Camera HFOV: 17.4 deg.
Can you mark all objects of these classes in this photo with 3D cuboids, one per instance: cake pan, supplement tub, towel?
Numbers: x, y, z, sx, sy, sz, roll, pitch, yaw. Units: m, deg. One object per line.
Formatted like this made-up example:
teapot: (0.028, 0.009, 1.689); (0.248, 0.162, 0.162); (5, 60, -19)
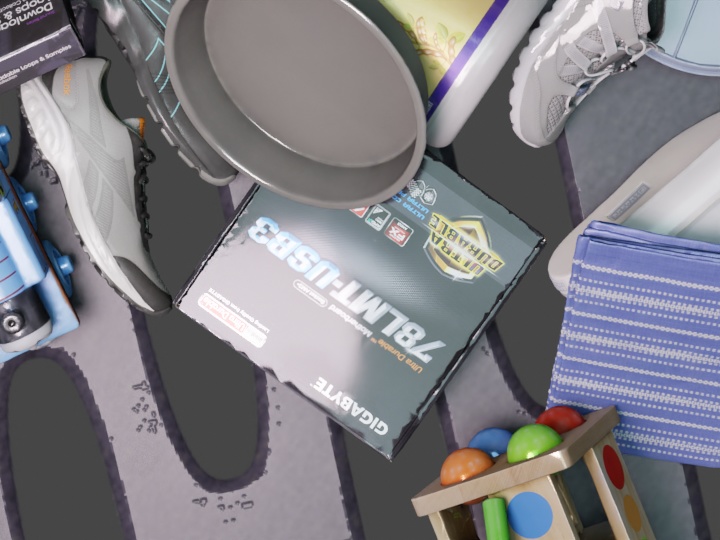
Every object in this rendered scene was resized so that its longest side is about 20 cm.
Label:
cake pan: (-0.039, -0.131, 1.595); (0.200, 0.200, 0.037); (34, 50, 0)
supplement tub: (0.016, -0.196, 1.636); (0.199, 0.145, 0.146); (34, 94, 0)
towel: (0.210, 0.054, 1.649); (0.144, 0.024, 0.201); (10, 131, 3)

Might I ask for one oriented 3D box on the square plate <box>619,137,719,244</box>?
square plate: (0.289, 0.000, 1.658); (0.198, 0.028, 0.200); (-41, 113, 5)

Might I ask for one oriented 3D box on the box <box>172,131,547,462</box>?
box: (0.000, 0.000, 1.697); (0.200, 0.050, 0.199); (36, 93, 1)

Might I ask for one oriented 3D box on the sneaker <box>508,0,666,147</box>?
sneaker: (0.170, -0.163, 1.636); (0.082, 0.075, 0.201); (35, 120, 14)

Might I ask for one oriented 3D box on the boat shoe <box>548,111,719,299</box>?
boat shoe: (0.228, -0.038, 1.678); (0.200, 0.072, 0.069); (-43, 116, -5)

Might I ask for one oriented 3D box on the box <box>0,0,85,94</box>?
box: (-0.279, -0.195, 1.643); (0.142, 0.036, 0.201); (-24, 48, 4)

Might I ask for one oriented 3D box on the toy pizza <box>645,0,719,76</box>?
toy pizza: (0.257, -0.240, 1.679); (0.199, 0.032, 0.202); (0, 93, 1)

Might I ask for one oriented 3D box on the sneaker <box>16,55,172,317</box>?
sneaker: (-0.178, -0.061, 1.690); (0.079, 0.074, 0.201); (-24, 92, -1)

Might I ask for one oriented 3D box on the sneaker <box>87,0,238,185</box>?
sneaker: (-0.130, -0.157, 1.680); (0.079, 0.075, 0.201); (-28, 92, 1)

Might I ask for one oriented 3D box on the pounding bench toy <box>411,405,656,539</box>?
pounding bench toy: (0.115, 0.190, 1.612); (0.124, 0.200, 0.157); (-21, 93, 25)

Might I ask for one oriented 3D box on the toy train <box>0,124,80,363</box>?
toy train: (-0.269, -0.027, 1.662); (0.086, 0.114, 0.201); (-23, 104, 4)
